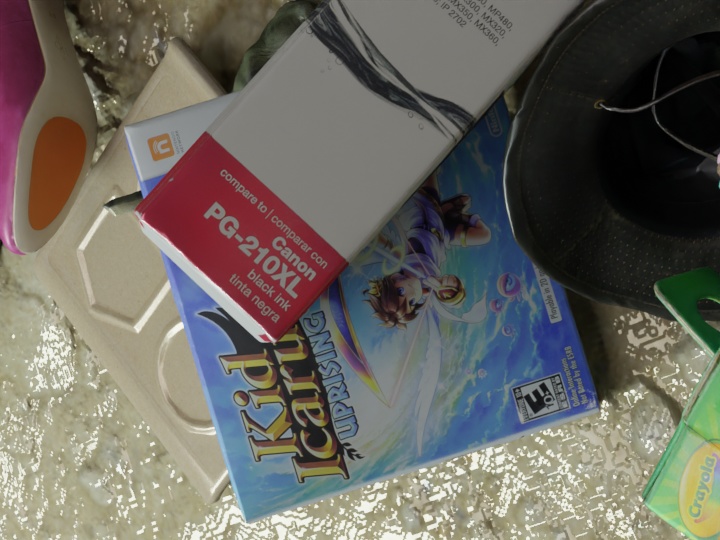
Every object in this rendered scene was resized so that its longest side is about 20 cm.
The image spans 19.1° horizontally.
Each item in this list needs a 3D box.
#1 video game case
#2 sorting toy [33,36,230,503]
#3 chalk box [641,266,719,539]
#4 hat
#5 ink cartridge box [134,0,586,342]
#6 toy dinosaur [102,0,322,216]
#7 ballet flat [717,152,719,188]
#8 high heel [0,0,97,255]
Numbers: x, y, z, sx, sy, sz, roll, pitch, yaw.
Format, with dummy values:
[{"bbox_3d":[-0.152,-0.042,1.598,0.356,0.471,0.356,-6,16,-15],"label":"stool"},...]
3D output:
[{"bbox_3d":[0.000,0.000,1.033,0.181,0.045,0.201,-18,87,-2],"label":"video game case"},{"bbox_3d":[-0.087,0.001,1.181,0.185,0.036,0.200,50,127,21],"label":"sorting toy"},{"bbox_3d":[0.208,0.067,0.893,0.200,0.124,0.124,36,116,23],"label":"chalk box"},{"bbox_3d":[0.151,-0.074,0.940,0.201,0.200,0.081,-50,28,31],"label":"hat"},{"bbox_3d":[-0.002,-0.068,0.941,0.084,0.145,0.200,42,86,-2],"label":"ink cartridge box"},{"bbox_3d":[-0.037,-0.085,1.096,0.088,0.047,0.200,37,89,22],"label":"toy dinosaur"},{"bbox_3d":[0.249,-0.030,0.876,0.199,0.069,0.071,22,92,9],"label":"ballet flat"},{"bbox_3d":[-0.201,-0.107,1.206,0.096,0.067,0.201,1,82,29],"label":"high heel"}]
